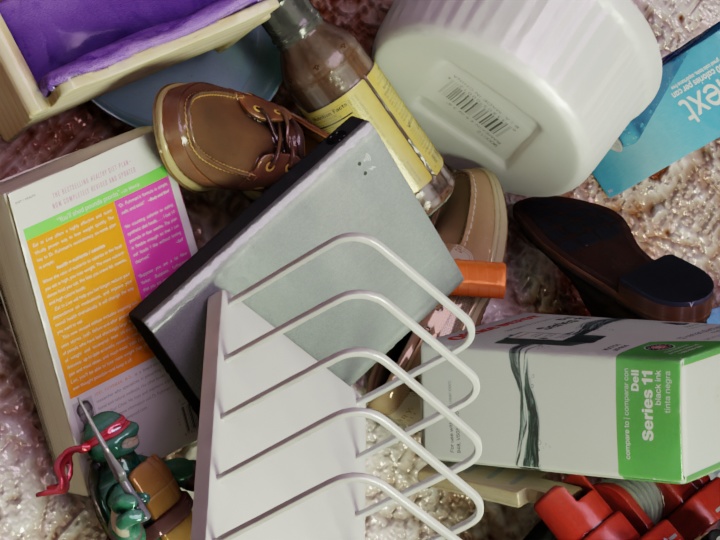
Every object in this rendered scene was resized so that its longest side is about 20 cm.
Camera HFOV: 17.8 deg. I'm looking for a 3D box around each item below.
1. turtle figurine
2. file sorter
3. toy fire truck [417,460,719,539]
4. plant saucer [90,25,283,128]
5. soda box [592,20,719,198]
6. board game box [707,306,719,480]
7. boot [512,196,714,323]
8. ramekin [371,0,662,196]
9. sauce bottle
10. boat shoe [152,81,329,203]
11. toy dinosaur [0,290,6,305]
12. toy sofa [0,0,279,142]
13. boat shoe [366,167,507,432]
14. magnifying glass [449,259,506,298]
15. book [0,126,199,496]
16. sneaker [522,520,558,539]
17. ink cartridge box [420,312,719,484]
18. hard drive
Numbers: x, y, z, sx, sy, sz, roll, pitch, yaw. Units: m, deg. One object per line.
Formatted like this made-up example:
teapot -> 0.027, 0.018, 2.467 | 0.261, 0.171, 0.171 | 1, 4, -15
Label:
turtle figurine -> -0.115, 0.147, 1.416 | 0.150, 0.100, 0.201 | -42, 107, -48
file sorter -> -0.006, 0.099, 1.371 | 0.139, 0.124, 0.201 | 40, 34, -34
toy fire truck -> 0.157, 0.166, 1.532 | 0.200, 0.129, 0.176 | 51, 26, 10
plant saucer -> -0.140, -0.182, 1.584 | 0.199, 0.027, 0.201 | 11, 68, -29
soda box -> 0.238, -0.125, 1.687 | 0.064, 0.200, 0.068 | -37, 93, -34
board game box -> 0.285, 0.123, 1.694 | 0.199, 0.043, 0.200 | -13, 63, -34
boot -> 0.174, 0.020, 1.650 | 0.074, 0.200, 0.097 | -19, 124, -26
ramekin -> 0.104, -0.143, 1.619 | 0.200, 0.200, 0.098 | 39, 65, -14
sauce bottle -> -0.011, -0.123, 1.599 | 0.065, 0.065, 0.200 | -46, 111, -34
boat shoe -> -0.070, -0.086, 1.509 | 0.200, 0.067, 0.073 | 16, 67, -64
toy dinosaur -> -0.220, -0.024, 1.471 | 0.199, 0.047, 0.089 | -13, 79, -27
toy sofa -> -0.156, -0.165, 1.494 | 0.199, 0.097, 0.083 | -27, 88, -34
boat shoe -> 0.052, 0.012, 1.605 | 0.064, 0.071, 0.201 | 24, 64, -23
magnifying glass -> 0.000, 0.000, 1.563 | 0.199, 0.022, 0.080 | 4, 70, -3
book -> -0.155, 0.024, 1.455 | 0.133, 0.048, 0.201 | -25, 107, -36
sneaker -> 0.142, 0.237, 1.586 | 0.104, 0.060, 0.200 | 48, 50, -4
ink cartridge box -> 0.157, 0.081, 1.519 | 0.146, 0.199, 0.084 | -12, 102, -55
hard drive -> -0.039, 0.017, 1.486 | 0.200, 0.033, 0.140 | -42, 121, -17
